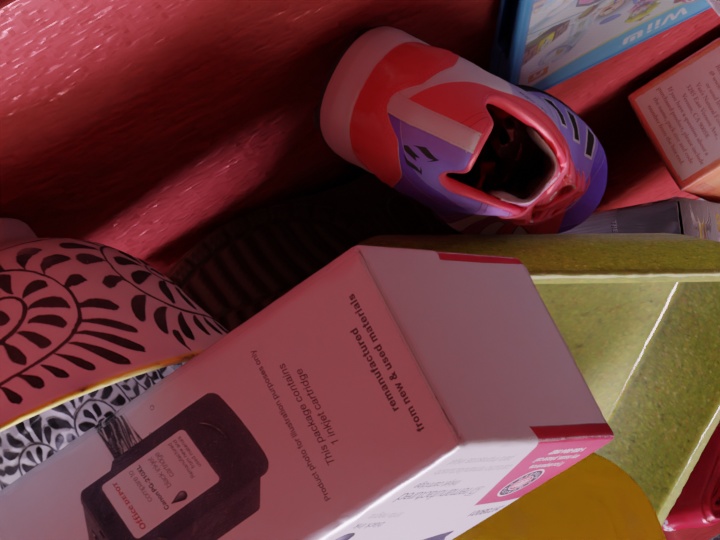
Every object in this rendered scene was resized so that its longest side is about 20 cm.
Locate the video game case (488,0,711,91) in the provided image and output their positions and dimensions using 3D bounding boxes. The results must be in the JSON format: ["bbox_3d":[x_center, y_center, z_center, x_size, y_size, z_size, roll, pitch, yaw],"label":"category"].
[{"bbox_3d":[0.121,-0.133,1.155,0.143,0.018,0.200,-27,166,-8],"label":"video game case"}]

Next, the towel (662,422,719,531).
[{"bbox_3d":[0.113,0.085,1.441,0.199,0.023,0.145,-14,-146,39],"label":"towel"}]

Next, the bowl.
[{"bbox_3d":[-0.143,0.042,1.106,0.200,0.095,0.201,-26,166,-7],"label":"bowl"}]

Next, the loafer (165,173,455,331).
[{"bbox_3d":[0.000,0.000,1.272,0.199,0.076,0.068,-25,160,-13],"label":"loafer"}]

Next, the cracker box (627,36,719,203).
[{"bbox_3d":[0.237,-0.105,1.397,0.199,0.058,0.134,-33,167,15],"label":"cracker box"}]

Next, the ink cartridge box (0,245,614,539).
[{"bbox_3d":[-0.029,0.078,1.083,0.200,0.085,0.145,-34,164,22],"label":"ink cartridge box"}]

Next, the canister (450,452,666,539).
[{"bbox_3d":[0.019,0.157,1.240,0.148,0.087,0.200,13,133,-36],"label":"canister"}]

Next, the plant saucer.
[{"bbox_3d":[0.054,0.048,1.224,0.199,0.048,0.200,-1,140,-20],"label":"plant saucer"}]

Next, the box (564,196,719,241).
[{"bbox_3d":[0.120,0.004,1.462,0.158,0.049,0.200,-11,174,25],"label":"box"}]

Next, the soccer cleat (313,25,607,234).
[{"bbox_3d":[0.058,-0.041,1.162,0.200,0.073,0.068,23,96,-59],"label":"soccer cleat"}]

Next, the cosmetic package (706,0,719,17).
[{"bbox_3d":[0.200,-0.119,1.172,0.102,0.074,0.200,-40,168,14],"label":"cosmetic package"}]
